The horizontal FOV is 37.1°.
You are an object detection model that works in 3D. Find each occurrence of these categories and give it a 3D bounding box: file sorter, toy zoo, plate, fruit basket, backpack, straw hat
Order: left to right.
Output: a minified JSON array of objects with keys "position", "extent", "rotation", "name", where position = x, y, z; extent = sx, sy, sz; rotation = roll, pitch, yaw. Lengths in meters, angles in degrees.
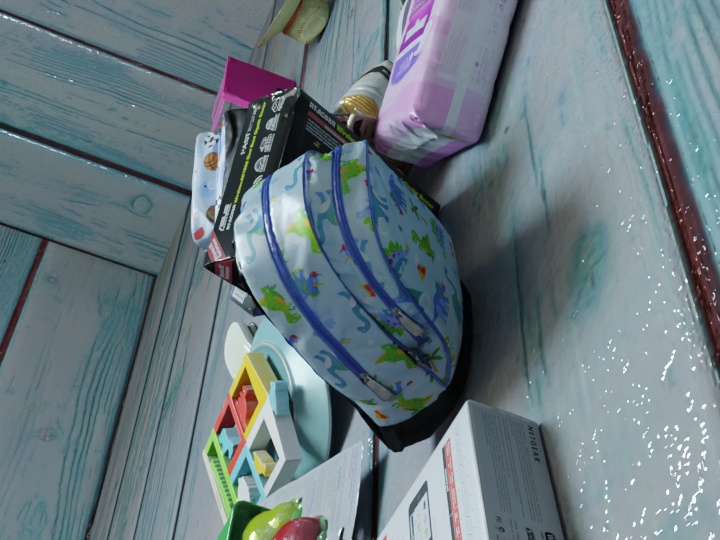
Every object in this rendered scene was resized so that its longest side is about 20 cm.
[{"position":[-0.208,-0.293,2.021],"extent":[0.200,0.138,0.126],"rotation":[-97,28,-60],"name":"file sorter"},{"position":[-0.107,0.175,1.070],"extent":[0.131,0.020,0.200],"rotation":[64,141,38],"name":"toy zoo"},{"position":[-0.105,-0.083,1.251],"extent":[0.190,0.153,0.201],"rotation":[28,-116,-62],"name":"backpack"},{"position":[-0.085,0.140,1.077],"extent":[0.200,0.025,0.201],"rotation":[1,91,60],"name":"plate"},{"position":[-0.056,0.258,0.897],"extent":[0.200,0.094,0.186],"rotation":[-33,38,43],"name":"fruit basket"},{"position":[-0.104,-0.469,1.971],"extent":[0.201,0.085,0.201],"rotation":[-54,12,17],"name":"straw hat"},{"position":[-0.001,0.004,0.749],"extent":[0.154,0.200,0.164],"rotation":[-36,32,35],"name":"backpack"}]

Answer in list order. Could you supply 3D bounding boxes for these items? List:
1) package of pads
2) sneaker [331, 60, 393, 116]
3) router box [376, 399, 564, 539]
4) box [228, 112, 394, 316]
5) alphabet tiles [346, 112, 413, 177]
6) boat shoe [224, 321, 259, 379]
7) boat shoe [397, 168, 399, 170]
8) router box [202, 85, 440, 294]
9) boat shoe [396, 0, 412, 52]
[{"position":[0.080,-0.199,0.957],"extent":[0.120,0.075,0.201],"rotation":[-13,59,70],"name":"package of pads"},{"position":[0.005,-0.178,1.254],"extent":[0.088,0.076,0.200],"rotation":[-53,8,-19],"name":"sneaker"},{"position":[0.050,0.204,0.595],"extent":[0.200,0.049,0.180],"rotation":[-92,25,-55],"name":"router box"},{"position":[-0.040,-0.055,1.046],"extent":[0.038,0.136,0.201],"rotation":[34,113,30],"name":"box"},{"position":[-0.018,-0.055,1.033],"extent":[0.006,0.166,0.201],"rotation":[35,110,29],"name":"alphabet tiles"},{"position":[-0.096,0.131,1.189],"extent":[0.072,0.060,0.202],"rotation":[-65,34,28],"name":"boat shoe"},{"position":[0.000,0.000,1.024],"extent":[0.201,0.072,0.069],"rotation":[-60,37,16],"name":"boat shoe"},{"position":[-0.024,-0.031,0.878],"extent":[0.062,0.200,0.150],"rotation":[-8,59,40],"name":"router box"},{"position":[0.073,-0.273,1.077],"extent":[0.068,0.073,0.200],"rotation":[-34,39,60],"name":"boat shoe"}]
